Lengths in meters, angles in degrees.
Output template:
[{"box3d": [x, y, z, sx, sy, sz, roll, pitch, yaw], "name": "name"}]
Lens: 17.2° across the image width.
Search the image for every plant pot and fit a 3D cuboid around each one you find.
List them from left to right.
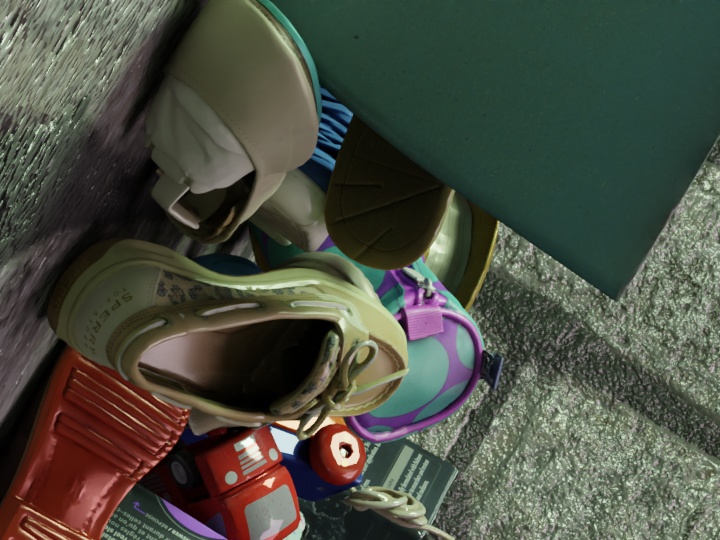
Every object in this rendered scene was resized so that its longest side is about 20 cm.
[{"box3d": [0.054, -0.101, 0.963, 0.141, 0.200, 0.141, -59, 177, 4], "name": "plant pot"}]

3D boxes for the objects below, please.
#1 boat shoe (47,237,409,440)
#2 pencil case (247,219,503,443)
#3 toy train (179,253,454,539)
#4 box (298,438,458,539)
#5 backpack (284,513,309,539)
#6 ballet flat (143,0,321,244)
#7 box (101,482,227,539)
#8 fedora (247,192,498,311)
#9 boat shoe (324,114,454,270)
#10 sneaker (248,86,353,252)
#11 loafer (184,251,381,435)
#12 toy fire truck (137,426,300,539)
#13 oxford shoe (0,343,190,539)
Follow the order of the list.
[{"box3d": [-0.046, 0.039, 1.032, 0.200, 0.063, 0.073, 11, 115, -45], "name": "boat shoe"}, {"box3d": [0.000, 0.000, 1.266, 0.093, 0.085, 0.200, -68, -150, 28], "name": "pencil case"}, {"box3d": [-0.024, 0.073, 1.342, 0.085, 0.200, 0.116, -25, -130, 51], "name": "toy train"}, {"box3d": [-0.069, 0.189, 1.715, 0.197, 0.200, 0.117, -61, 177, 25], "name": "box"}, {"box3d": [-0.129, 0.215, 1.591, 0.200, 0.127, 0.167, -46, -161, 11], "name": "backpack"}, {"box3d": [-0.057, -0.053, 0.965, 0.070, 0.069, 0.200, -58, 177, -13], "name": "ballet flat"}, {"box3d": [-0.158, 0.199, 1.140, 0.200, 0.122, 0.106, -55, 175, -45], "name": "box"}, {"box3d": [-0.007, -0.020, 1.417, 0.200, 0.082, 0.201, -29, -133, 37], "name": "fedora"}, {"box3d": [0.037, -0.099, 1.071, 0.066, 0.072, 0.201, -84, -165, -77], "name": "boat shoe"}, {"box3d": [-0.020, -0.071, 1.162, 0.111, 0.077, 0.200, -53, -179, -2], "name": "sneaker"}, {"box3d": [-0.062, 0.046, 1.172, 0.068, 0.076, 0.200, -31, -174, -40], "name": "loafer"}, {"box3d": [-0.090, 0.162, 1.258, 0.049, 0.141, 0.200, -27, -176, -38], "name": "toy fire truck"}, {"box3d": [-0.138, 0.083, 1.090, 0.072, 0.071, 0.200, -11, -135, 51], "name": "oxford shoe"}]
